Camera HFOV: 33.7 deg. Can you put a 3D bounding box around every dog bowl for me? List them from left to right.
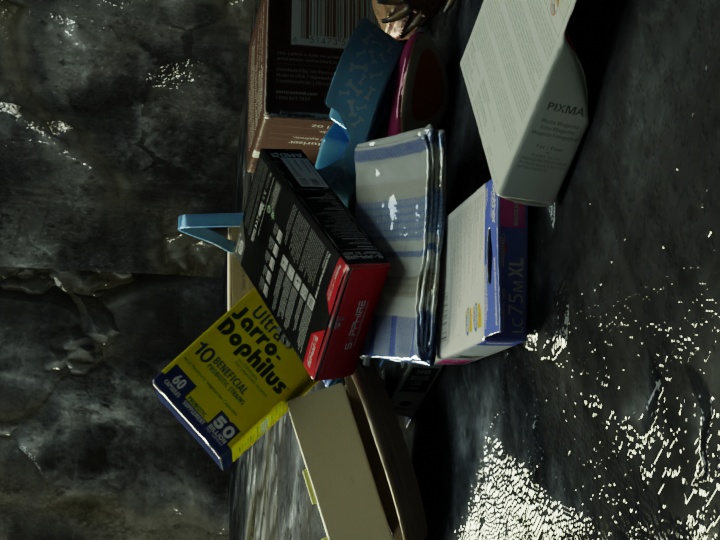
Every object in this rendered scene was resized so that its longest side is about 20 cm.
[{"bbox_3d":[-0.005,-0.146,1.167,0.112,0.049,0.201,-61,-9,-54],"label":"dog bowl"}]

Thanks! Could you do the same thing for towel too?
[{"bbox_3d":[0.027,-0.021,1.042,0.146,0.024,0.203,0,87,62],"label":"towel"}]

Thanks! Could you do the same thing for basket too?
[{"bbox_3d":[-0.110,-0.049,1.499,0.176,0.198,0.141,21,-108,-68],"label":"basket"}]

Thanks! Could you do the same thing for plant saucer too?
[{"bbox_3d":[0.025,0.178,1.146,0.200,0.029,0.202,163,90,-83],"label":"plant saucer"}]

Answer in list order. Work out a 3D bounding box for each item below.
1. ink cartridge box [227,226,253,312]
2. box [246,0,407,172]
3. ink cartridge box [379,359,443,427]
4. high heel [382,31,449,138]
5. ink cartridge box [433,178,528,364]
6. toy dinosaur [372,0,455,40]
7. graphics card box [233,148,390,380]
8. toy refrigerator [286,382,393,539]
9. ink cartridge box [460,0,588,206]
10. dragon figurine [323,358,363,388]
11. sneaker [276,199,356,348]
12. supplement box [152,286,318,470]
[{"bbox_3d":[-0.099,0.036,1.616,0.076,0.163,0.202,99,169,-50],"label":"ink cartridge box"},{"bbox_3d":[-0.042,-0.216,1.378,0.200,0.164,0.166,128,143,-73],"label":"box"},{"bbox_3d":[0.048,0.073,1.170,0.201,0.039,0.100,109,160,-58],"label":"ink cartridge box"},{"bbox_3d":[0.031,-0.138,1.162,0.096,0.067,0.202,26,120,43],"label":"high heel"},{"bbox_3d":[0.095,0.005,0.938,0.200,0.041,0.121,129,143,-76],"label":"ink cartridge box"},{"bbox_3d":[0.046,-0.269,1.167,0.200,0.085,0.137,104,159,-66],"label":"toy dinosaur"},{"bbox_3d":[-0.050,-0.010,1.103,0.200,0.050,0.126,51,134,44],"label":"graphics card box"},{"bbox_3d":[-0.020,0.226,1.229,0.076,0.069,0.202,101,150,-78],"label":"toy refrigerator"},{"bbox_3d":[0.128,-0.172,0.813,0.164,0.056,0.201,-98,24,-46],"label":"ink cartridge box"},{"bbox_3d":[-0.016,0.133,1.438,0.100,0.058,0.202,-106,23,-60],"label":"dragon figurine"},{"bbox_3d":[0.000,0.000,1.169,0.200,0.085,0.078,-50,48,27],"label":"sneaker"},{"bbox_3d":[-0.110,0.099,1.265,0.109,0.200,0.110,45,165,8],"label":"supplement box"}]
